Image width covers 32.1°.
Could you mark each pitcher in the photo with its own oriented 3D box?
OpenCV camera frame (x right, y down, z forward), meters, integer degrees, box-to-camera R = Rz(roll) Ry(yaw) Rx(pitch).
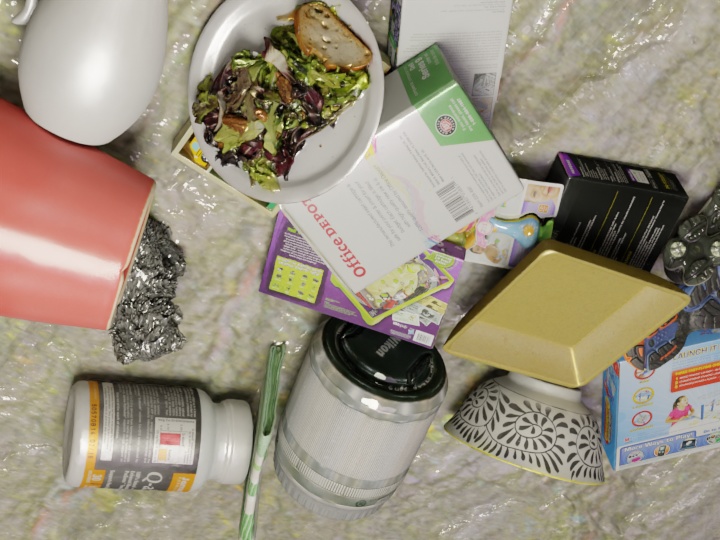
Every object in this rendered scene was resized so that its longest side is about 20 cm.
[{"bbox_3d":[-0.240,-0.226,1.072,0.170,0.121,0.202,24,110,-6],"label":"pitcher"}]

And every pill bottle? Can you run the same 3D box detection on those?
[{"bbox_3d":[-0.226,0.186,1.393,0.197,0.117,0.117,6,127,-18],"label":"pill bottle"}]

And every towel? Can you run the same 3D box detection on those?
[{"bbox_3d":[-0.112,0.203,1.415,0.023,0.153,0.202,10,128,-5],"label":"towel"}]

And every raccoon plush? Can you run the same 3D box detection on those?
[{"bbox_3d":[-0.238,0.001,1.227,0.096,0.135,0.201,-25,130,8],"label":"raccoon plush"}]

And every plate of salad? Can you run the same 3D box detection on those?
[{"bbox_3d":[-0.073,-0.161,1.110,0.200,0.201,0.048,-42,168,20],"label":"plate of salad"}]

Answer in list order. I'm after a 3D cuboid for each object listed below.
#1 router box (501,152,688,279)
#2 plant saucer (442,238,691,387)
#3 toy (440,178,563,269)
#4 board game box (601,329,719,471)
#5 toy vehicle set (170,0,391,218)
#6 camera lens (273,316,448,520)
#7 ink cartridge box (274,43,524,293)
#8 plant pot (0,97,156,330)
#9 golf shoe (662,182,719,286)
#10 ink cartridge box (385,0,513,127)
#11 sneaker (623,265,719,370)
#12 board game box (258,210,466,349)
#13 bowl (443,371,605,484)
[{"bbox_3d":[0.253,-0.024,1.388,0.147,0.051,0.202,8,126,-18],"label":"router box"},{"bbox_3d":[0.217,0.040,1.347,0.198,0.049,0.200,16,139,-26],"label":"plant saucer"},{"bbox_3d":[0.105,-0.048,1.305,0.197,0.047,0.116,7,126,-3],"label":"toy"},{"bbox_3d":[0.403,0.145,1.561,0.197,0.056,0.198,-12,130,-5],"label":"board game box"},{"bbox_3d":[-0.078,-0.158,1.199,0.123,0.027,0.200,30,116,-22],"label":"toy vehicle set"},{"bbox_3d":[-0.002,0.158,1.398,0.158,0.161,0.202,9,125,-21],"label":"camera lens"},{"bbox_3d":[0.031,-0.093,1.185,0.199,0.088,0.146,-33,126,10],"label":"ink cartridge box"},{"bbox_3d":[-0.286,-0.041,1.116,0.175,0.201,0.202,18,124,-8],"label":"plant pot"},{"bbox_3d":[0.413,-0.062,1.396,0.199,0.077,0.088,-40,170,0],"label":"golf shoe"},{"bbox_3d":[0.080,-0.201,1.203,0.107,0.051,0.202,-4,130,-11],"label":"ink cartridge box"},{"bbox_3d":[0.377,0.042,1.467,0.198,0.078,0.076,-26,107,-12],"label":"sneaker"},{"bbox_3d":[0.000,0.000,1.312,0.198,0.032,0.121,19,128,0],"label":"board game box"},{"bbox_3d":[0.205,0.172,1.474,0.199,0.200,0.095,16,93,-25],"label":"bowl"}]
